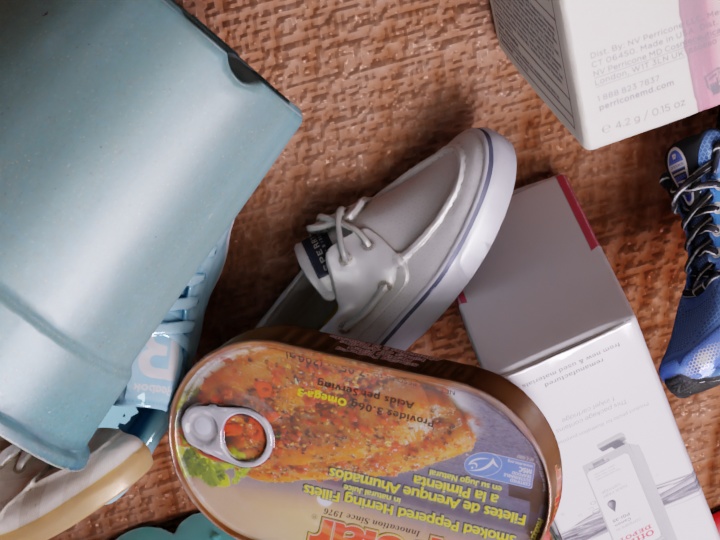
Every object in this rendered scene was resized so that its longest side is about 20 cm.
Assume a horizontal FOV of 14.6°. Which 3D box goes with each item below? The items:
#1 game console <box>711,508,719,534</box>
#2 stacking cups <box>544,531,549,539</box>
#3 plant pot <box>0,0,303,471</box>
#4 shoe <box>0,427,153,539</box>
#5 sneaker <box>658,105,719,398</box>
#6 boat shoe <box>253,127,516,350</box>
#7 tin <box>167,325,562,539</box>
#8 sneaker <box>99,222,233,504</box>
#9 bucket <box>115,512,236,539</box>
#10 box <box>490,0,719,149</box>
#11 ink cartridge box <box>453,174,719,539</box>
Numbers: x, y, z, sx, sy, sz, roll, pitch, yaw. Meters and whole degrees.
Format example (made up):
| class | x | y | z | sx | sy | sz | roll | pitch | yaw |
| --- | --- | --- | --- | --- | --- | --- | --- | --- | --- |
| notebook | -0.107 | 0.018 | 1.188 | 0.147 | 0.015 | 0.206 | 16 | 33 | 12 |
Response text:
| class | x | y | z | sx | sy | sz | roll | pitch | yaw |
| --- | --- | --- | --- | --- | --- | --- | --- | --- | --- |
| game console | 0.283 | 0.202 | 1.710 | 0.200 | 0.119 | 0.172 | -25 | 156 | -4 |
| stacking cups | 0.042 | 0.128 | 1.517 | 0.061 | 0.061 | 0.200 | -46 | 142 | 10 |
| plant pot | -0.144 | -0.046 | 1.310 | 0.200 | 0.200 | 0.196 | 38 | 93 | -33 |
| shoe | -0.191 | 0.107 | 1.408 | 0.200 | 0.070 | 0.053 | -17 | 110 | 33 |
| sneaker | 0.187 | -0.024 | 1.468 | 0.089 | 0.200 | 0.079 | 33 | 148 | -19 |
| boat shoe | 0.000 | 0.000 | 1.456 | 0.070 | 0.071 | 0.200 | 27 | 116 | -30 |
| tin | 0.003 | 0.092 | 1.394 | 0.200 | 0.042 | 0.112 | 13 | 107 | 16 |
| sneaker | -0.104 | 0.031 | 1.424 | 0.074 | 0.082 | 0.200 | 6 | 118 | -27 |
| bucket | -0.081 | 0.248 | 1.530 | 0.207 | 0.135 | 0.208 | -10 | 122 | -16 |
| box | 0.119 | -0.182 | 1.353 | 0.109 | 0.128 | 0.200 | -19 | 124 | -9 |
| ink cartridge box | 0.117 | 0.074 | 1.491 | 0.083 | 0.147 | 0.200 | -23 | 125 | 2 |
